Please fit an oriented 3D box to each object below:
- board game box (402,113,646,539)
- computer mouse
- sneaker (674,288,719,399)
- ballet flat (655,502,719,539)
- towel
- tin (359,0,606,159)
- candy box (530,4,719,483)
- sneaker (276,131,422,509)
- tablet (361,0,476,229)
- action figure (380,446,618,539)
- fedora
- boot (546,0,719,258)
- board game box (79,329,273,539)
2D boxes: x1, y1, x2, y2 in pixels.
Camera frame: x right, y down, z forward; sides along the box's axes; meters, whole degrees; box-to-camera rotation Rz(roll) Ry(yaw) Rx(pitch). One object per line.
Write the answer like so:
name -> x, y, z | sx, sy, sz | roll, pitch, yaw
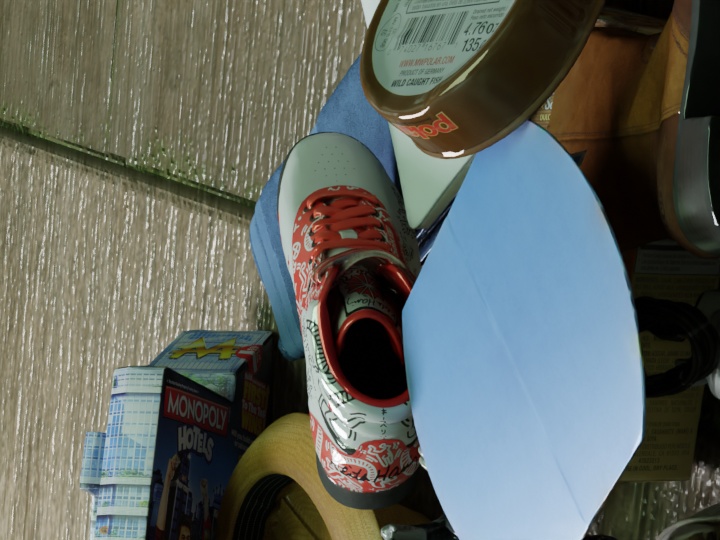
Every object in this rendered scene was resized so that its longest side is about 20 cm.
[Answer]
board game box -> 0.079, 0.036, 1.089 | 0.200, 0.039, 0.158 | 113, 142, -47
computer mouse -> 0.095, 0.016, 1.142 | 0.200, 0.034, 0.059 | 17, 123, 59
sneaker -> 0.202, -0.018, 1.059 | 0.088, 0.074, 0.200 | 37, 123, 34
ballet flat -> 0.161, 0.124, 1.119 | 0.200, 0.062, 0.068 | -23, 62, 57
towel -> 0.006, -0.042, 1.397 | 0.200, 0.048, 0.112 | -53, 46, 46
tin -> 0.067, -0.140, 1.095 | 0.112, 0.042, 0.200 | 4, 63, 52
candy box -> 0.112, -0.016, 1.210 | 0.115, 0.055, 0.201 | 25, 111, 58
sneaker -> 0.001, 0.000, 1.248 | 0.108, 0.067, 0.202 | 98, 168, -61
tablet -> 0.039, -0.133, 1.282 | 0.130, 0.014, 0.200 | -51, 39, 41
action figure -> 0.050, 0.131, 1.206 | 0.119, 0.102, 0.200 | -68, 20, -2
fedora -> -0.006, 0.169, 1.380 | 0.200, 0.082, 0.201 | -4, 85, 60
boot -> 0.131, -0.096, 1.076 | 0.200, 0.068, 0.189 | -176, 85, -75
board game box -> -0.101, 0.120, 1.477 | 0.062, 0.200, 0.200 | 0, 76, 18
